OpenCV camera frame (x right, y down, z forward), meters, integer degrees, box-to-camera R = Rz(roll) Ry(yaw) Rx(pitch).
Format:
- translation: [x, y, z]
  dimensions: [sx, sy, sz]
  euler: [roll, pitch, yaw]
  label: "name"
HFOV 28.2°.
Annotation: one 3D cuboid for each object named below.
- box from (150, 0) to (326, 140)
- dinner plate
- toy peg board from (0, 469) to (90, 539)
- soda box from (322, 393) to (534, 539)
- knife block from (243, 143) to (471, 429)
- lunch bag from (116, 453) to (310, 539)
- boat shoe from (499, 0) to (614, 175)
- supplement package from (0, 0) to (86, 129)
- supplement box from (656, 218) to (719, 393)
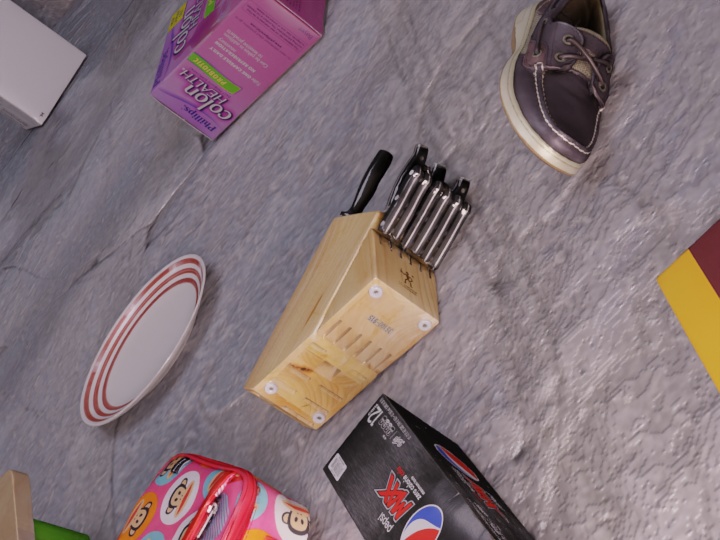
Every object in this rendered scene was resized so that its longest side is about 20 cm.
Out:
- translation: [-0.137, -0.285, 1.673]
  dimensions: [0.200, 0.097, 0.176]
  euler: [-40, 28, 31]
  label: "box"
- translation: [-0.212, 0.072, 1.434]
  dimensions: [0.200, 0.024, 0.200]
  euler: [-41, 28, 28]
  label: "dinner plate"
- translation: [-0.311, 0.317, 1.243]
  dimensions: [0.200, 0.098, 0.199]
  euler: [-43, 42, 25]
  label: "toy peg board"
- translation: [0.047, 0.147, 0.803]
  dimensions: [0.063, 0.071, 0.200]
  euler: [-51, 25, 5]
  label: "soda box"
- translation: [0.000, 0.000, 1.091]
  dimensions: [0.200, 0.064, 0.176]
  euler: [-43, 26, 25]
  label: "knife block"
- translation: [-0.119, 0.233, 0.995]
  dimensions: [0.176, 0.082, 0.200]
  euler: [2, 62, 57]
  label: "lunch bag"
- translation: [0.145, -0.144, 1.007]
  dimensions: [0.065, 0.072, 0.200]
  euler: [-44, 20, 33]
  label: "boat shoe"
- translation: [-0.621, -0.372, 2.542]
  dimensions: [0.156, 0.200, 0.111]
  euler: [-60, 25, -13]
  label: "supplement package"
- translation: [0.249, 0.017, 0.526]
  dimensions: [0.200, 0.133, 0.197]
  euler: [-46, 25, 18]
  label: "supplement box"
